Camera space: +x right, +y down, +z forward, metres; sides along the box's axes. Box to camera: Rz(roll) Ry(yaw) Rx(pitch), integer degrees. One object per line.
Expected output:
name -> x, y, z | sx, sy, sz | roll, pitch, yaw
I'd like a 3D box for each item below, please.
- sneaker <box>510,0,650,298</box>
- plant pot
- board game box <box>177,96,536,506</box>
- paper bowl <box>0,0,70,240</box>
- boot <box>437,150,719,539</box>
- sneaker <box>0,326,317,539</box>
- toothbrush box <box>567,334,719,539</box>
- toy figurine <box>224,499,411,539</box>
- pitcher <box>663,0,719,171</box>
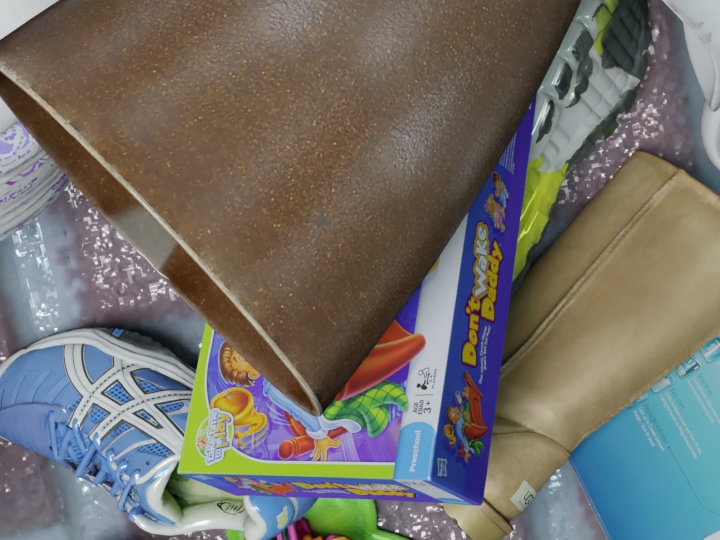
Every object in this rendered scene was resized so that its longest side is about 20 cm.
sneaker -> 0.065, -0.074, 0.753 | 0.085, 0.074, 0.200 | 25, 77, 35
plant pot -> -0.012, -0.080, 0.614 | 0.200, 0.187, 0.187 | -45, 99, -9
board game box -> 0.000, 0.000, 0.699 | 0.134, 0.045, 0.201 | -4, 68, 35
paper bowl -> -0.221, -0.088, 0.719 | 0.200, 0.201, 0.104 | 17, 144, -3
boot -> 0.079, 0.017, 0.783 | 0.200, 0.066, 0.175 | -45, 67, -5
sneaker -> -0.108, 0.082, 0.779 | 0.200, 0.077, 0.076 | 7, 122, 21
toothbrush box -> 0.215, 0.093, 0.750 | 0.200, 0.147, 0.085 | -33, 136, 8
toy figurine -> -0.015, 0.207, 0.772 | 0.150, 0.184, 0.200 | -17, 102, 5
pitcher -> 0.239, -0.133, 0.730 | 0.200, 0.121, 0.172 | -21, 129, 10
